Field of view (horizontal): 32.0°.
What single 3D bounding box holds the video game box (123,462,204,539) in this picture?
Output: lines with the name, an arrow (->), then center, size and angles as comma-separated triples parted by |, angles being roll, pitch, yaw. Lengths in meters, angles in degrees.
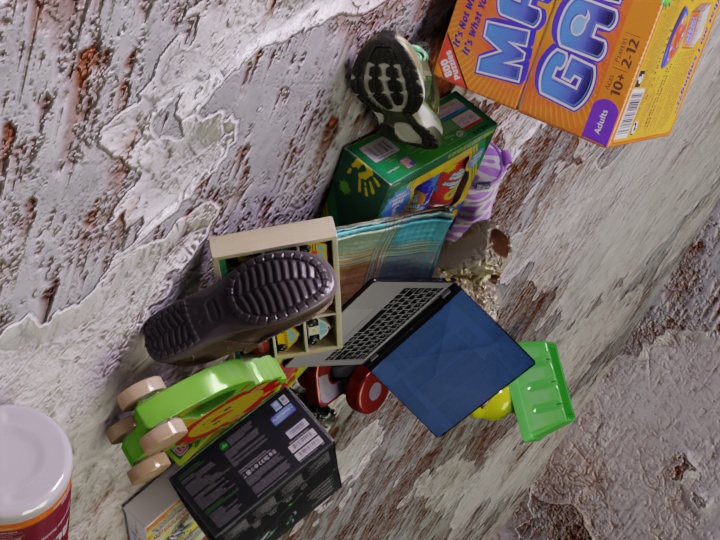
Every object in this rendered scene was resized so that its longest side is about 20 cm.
video game box -> -0.206, 0.284, 1.589 | 0.200, 0.047, 0.183 | -40, 156, -27

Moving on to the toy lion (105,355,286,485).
toy lion -> -0.159, 0.138, 1.294 | 0.191, 0.069, 0.200 | -26, 167, -24

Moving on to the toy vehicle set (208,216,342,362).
toy vehicle set -> -0.084, 0.026, 1.289 | 0.124, 0.027, 0.200 | -11, 144, -7

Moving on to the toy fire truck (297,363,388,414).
toy fire truck -> -0.001, 0.075, 1.597 | 0.200, 0.112, 0.169 | -32, 128, -39

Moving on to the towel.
towel -> 0.000, 0.000, 1.361 | 0.199, 0.022, 0.147 | -12, 141, -26

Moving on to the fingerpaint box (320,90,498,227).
fingerpaint box -> 0.049, -0.090, 1.421 | 0.200, 0.073, 0.167 | -31, 154, -42

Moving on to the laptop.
laptop -> 0.053, 0.105, 1.427 | 0.199, 0.116, 0.187 | 1, 146, -41

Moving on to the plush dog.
plush dog -> 0.119, 0.044, 1.578 | 0.172, 0.160, 0.201 | 34, 66, -56

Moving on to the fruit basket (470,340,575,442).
fruit basket -> 0.298, 0.241, 2.454 | 0.216, 0.215, 0.155 | -53, 160, 9

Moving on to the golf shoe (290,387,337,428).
golf shoe -> -0.094, 0.206, 1.643 | 0.095, 0.078, 0.200 | -50, 160, 2

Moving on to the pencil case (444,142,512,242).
pencil case -> 0.137, -0.090, 1.594 | 0.085, 0.084, 0.200 | -11, 153, -10

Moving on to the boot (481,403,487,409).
boot -> 0.098, 0.125, 1.727 | 0.188, 0.200, 0.069 | -41, 159, -25

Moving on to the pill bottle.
pill bottle -> -0.318, 0.221, 1.122 | 0.114, 0.114, 0.200 | -35, 156, -36

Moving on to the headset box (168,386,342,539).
headset box -> -0.118, 0.254, 1.489 | 0.174, 0.093, 0.200 | -38, 158, -14

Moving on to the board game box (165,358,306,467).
board game box -> -0.144, 0.149, 1.474 | 0.200, 0.048, 0.102 | -48, 160, -6

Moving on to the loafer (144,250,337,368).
loafer -> -0.112, 0.040, 1.225 | 0.199, 0.073, 0.071 | -19, 156, 12

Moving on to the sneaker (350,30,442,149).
sneaker -> 0.042, -0.199, 1.258 | 0.200, 0.077, 0.089 | 62, 38, -68

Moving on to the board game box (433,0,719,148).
board game box -> 0.230, -0.258, 1.266 | 0.200, 0.199, 0.201 | -16, 128, -58
